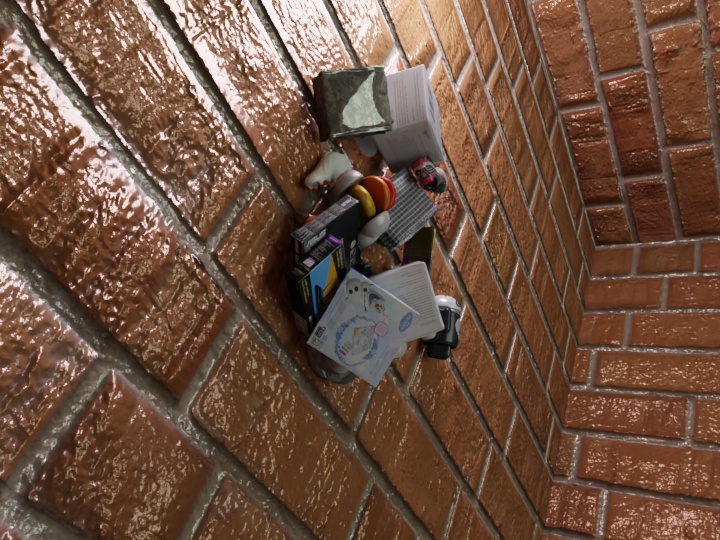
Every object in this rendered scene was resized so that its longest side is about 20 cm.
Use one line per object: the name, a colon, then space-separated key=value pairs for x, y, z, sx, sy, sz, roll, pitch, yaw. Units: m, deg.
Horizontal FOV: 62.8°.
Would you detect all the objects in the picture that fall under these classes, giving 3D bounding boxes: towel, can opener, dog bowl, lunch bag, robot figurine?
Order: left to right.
dog bowl: x=-0.063 y=0.188 z=1.511 sx=0.198 sy=0.057 sz=0.207 roll=6 pitch=83 yaw=-54
lunch bag: x=-0.015 y=-0.430 z=1.521 sx=0.194 sy=0.117 sz=0.169 roll=-11 pitch=98 yaw=-18
can opener: x=0.000 y=0.000 z=1.635 sx=0.065 sy=0.052 sz=0.204 roll=-29 pitch=114 yaw=-15
towel: x=0.108 y=-0.176 z=1.664 sx=0.199 sy=0.086 sz=0.166 roll=-41 pitch=83 yaw=-25
towel: x=0.176 y=-0.036 z=1.789 sx=0.022 sy=0.142 sz=0.207 roll=6 pitch=89 yaw=-33
robot figurine: x=0.267 y=0.184 z=1.926 sx=0.123 sy=0.148 sz=0.206 roll=21 pitch=70 yaw=-38

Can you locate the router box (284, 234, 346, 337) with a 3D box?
router box: x=-0.096 y=0.038 z=1.370 sx=0.149 sy=0.050 sz=0.203 roll=-42 pitch=148 yaw=-27

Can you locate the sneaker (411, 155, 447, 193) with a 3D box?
sneaker: x=0.204 y=-0.257 z=1.714 sx=0.199 sy=0.079 sz=0.076 roll=19 pitch=45 yaw=-62

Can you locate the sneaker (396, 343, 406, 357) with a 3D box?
sneaker: x=0.088 y=0.206 z=1.707 sx=0.199 sy=0.079 sz=0.079 roll=33 pitch=59 yaw=-50

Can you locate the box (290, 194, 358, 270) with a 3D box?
box: x=-0.081 y=-0.051 z=1.414 sx=0.199 sy=0.047 sz=0.197 roll=-39 pitch=148 yaw=-35

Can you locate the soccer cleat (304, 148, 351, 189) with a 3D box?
soccer cleat: x=-0.089 y=-0.261 z=1.510 sx=0.199 sy=0.068 sz=0.079 roll=-35 pitch=105 yaw=-55

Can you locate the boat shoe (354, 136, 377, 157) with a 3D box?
boat shoe: x=-0.001 y=-0.420 z=1.644 sx=0.203 sy=0.070 sz=0.066 roll=59 pitch=25 yaw=-25

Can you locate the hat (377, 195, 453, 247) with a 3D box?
hat: x=0.147 y=-0.173 z=1.738 sx=0.166 sy=0.172 sz=0.205 roll=46 pitch=52 yaw=-44

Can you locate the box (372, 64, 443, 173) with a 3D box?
box: x=0.133 y=-0.425 z=1.684 sx=0.200 sy=0.166 sz=0.205 roll=49 pitch=35 yaw=-60

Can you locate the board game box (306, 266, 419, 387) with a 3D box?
board game box: x=0.006 y=0.132 z=1.378 sx=0.196 sy=0.043 sz=0.203 roll=32 pitch=94 yaw=-6

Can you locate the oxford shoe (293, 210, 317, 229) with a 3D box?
oxford shoe: x=-0.107 y=-0.093 z=1.463 sx=0.072 sy=0.072 sz=0.201 roll=-49 pitch=153 yaw=-9

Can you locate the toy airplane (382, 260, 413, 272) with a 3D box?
toy airplane: x=0.113 y=0.077 z=1.719 sx=0.137 sy=0.200 sz=0.206 roll=6 pitch=87 yaw=-9

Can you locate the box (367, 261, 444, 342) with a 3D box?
box: x=0.094 y=0.087 z=1.510 sx=0.199 sy=0.194 sz=0.176 roll=-27 pitch=100 yaw=-87

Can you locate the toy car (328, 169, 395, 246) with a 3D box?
toy car: x=0.019 y=-0.175 z=1.516 sx=0.148 sy=0.200 sz=0.177 roll=-35 pitch=88 yaw=-19
